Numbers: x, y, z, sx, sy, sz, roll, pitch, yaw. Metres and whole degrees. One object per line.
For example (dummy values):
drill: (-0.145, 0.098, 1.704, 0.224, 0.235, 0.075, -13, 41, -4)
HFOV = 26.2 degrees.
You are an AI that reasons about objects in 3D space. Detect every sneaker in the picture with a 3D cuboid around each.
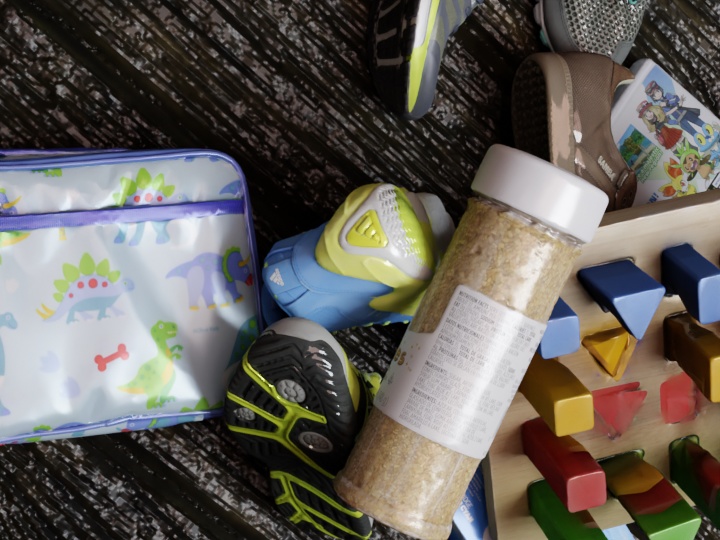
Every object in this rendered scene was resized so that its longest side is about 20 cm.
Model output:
sneaker: (0.000, 0.000, 0.879, 0.105, 0.200, 0.076, -21, 74, 12)
sneaker: (-0.024, 0.077, 0.867, 0.075, 0.200, 0.077, 14, 59, 14)
sneaker: (0.166, -0.216, 0.950, 0.077, 0.091, 0.200, 15, 87, -18)
sneaker: (0.137, -0.032, 0.935, 0.075, 0.070, 0.200, -4, 99, -22)
sneaker: (0.064, -0.183, 0.929, 0.081, 0.074, 0.200, 18, 88, -22)

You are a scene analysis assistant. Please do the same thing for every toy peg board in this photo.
toy peg board: (0.174, 0.072, 0.875, 0.200, 0.098, 0.200, -13, 115, -11)

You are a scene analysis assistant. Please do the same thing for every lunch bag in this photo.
lunch bag: (-0.155, 0.010, 0.855, 0.200, 0.082, 0.161, -3, 91, -20)

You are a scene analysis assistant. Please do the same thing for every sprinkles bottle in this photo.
sprinkles bottle: (0.056, 0.037, 0.797, 0.068, 0.068, 0.200, 24, 93, -19)

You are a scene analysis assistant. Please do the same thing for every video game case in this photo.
video game case: (0.194, -0.004, 1.006, 0.182, 0.022, 0.200, 38, 81, -17)

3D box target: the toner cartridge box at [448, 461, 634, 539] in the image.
toner cartridge box: (0.108, 0.160, 0.971, 0.095, 0.043, 0.200, -36, 103, -15)
